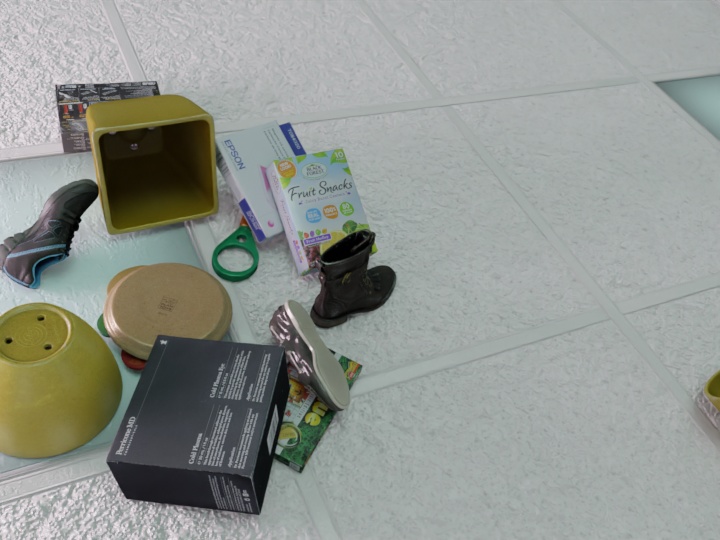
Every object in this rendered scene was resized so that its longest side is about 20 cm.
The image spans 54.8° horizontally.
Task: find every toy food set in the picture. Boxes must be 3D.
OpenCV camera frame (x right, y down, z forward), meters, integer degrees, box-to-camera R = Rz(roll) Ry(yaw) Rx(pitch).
[{"bbox_3d":[-0.299,0.067,1.074,0.200,0.049,0.198,4,48,-11],"label":"toy food set"}]

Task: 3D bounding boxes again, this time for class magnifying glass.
[{"bbox_3d":[-0.209,-0.058,1.234,0.079,0.022,0.200,12,48,-4],"label":"magnifying glass"}]

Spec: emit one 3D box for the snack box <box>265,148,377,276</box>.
[{"bbox_3d":[-0.069,-0.105,1.226,0.142,0.053,0.200,-15,82,-29],"label":"snack box"}]

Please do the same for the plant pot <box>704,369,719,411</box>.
[{"bbox_3d":[0.680,0.213,1.104,0.200,0.200,0.142,-28,86,-33],"label":"plant pot"}]

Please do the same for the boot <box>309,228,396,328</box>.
[{"bbox_3d":[0.000,0.000,1.124,0.200,0.174,0.069,-31,62,-35],"label":"boot"}]

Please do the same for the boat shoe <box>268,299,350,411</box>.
[{"bbox_3d":[-0.078,0.135,1.043,0.067,0.057,0.200,17,35,-52],"label":"boat shoe"}]

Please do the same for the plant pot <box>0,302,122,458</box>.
[{"bbox_3d":[-0.426,0.124,0.925,0.200,0.142,0.200,7,46,-8],"label":"plant pot"}]

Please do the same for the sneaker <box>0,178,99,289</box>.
[{"bbox_3d":[-0.482,-0.059,1.108,0.082,0.073,0.200,38,79,9],"label":"sneaker"}]

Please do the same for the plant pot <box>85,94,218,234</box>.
[{"bbox_3d":[-0.380,-0.209,1.221,0.195,0.195,0.200,-15,40,-26],"label":"plant pot"}]

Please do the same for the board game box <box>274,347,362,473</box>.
[{"bbox_3d":[-0.085,0.193,1.032,0.105,0.023,0.200,27,48,8],"label":"board game box"}]

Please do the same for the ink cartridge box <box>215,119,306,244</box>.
[{"bbox_3d":[-0.149,-0.172,1.266,0.200,0.043,0.197,-30,90,-39],"label":"ink cartridge box"}]

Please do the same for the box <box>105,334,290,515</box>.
[{"bbox_3d":[-0.203,0.198,0.920,0.182,0.104,0.200,6,46,5],"label":"box"}]

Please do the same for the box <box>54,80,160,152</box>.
[{"bbox_3d":[-0.488,-0.306,1.368,0.200,0.050,0.158,-9,51,-21],"label":"box"}]
